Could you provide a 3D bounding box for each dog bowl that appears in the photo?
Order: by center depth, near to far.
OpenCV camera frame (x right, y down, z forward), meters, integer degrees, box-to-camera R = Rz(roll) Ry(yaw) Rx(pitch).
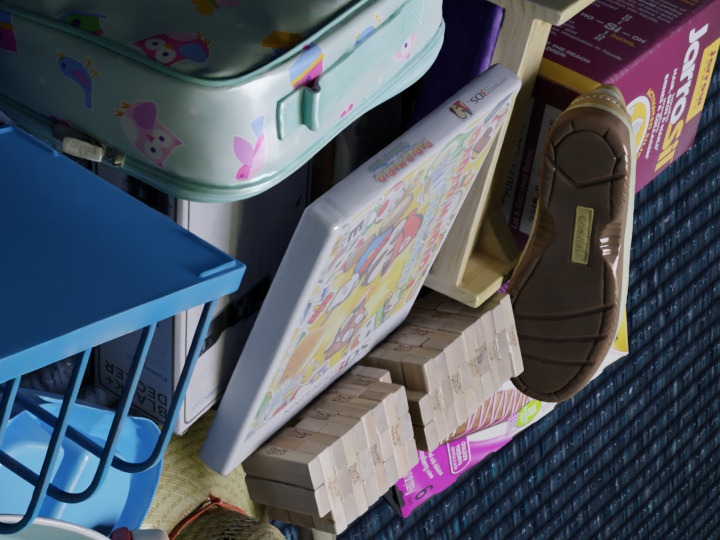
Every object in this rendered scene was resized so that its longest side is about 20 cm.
[{"bbox_3d":[-0.171,0.109,1.196,0.112,0.049,0.200,-64,158,3],"label":"dog bowl"}]

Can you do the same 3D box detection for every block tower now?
[{"bbox_3d":[0.015,0.078,1.381,0.200,0.058,0.054,-36,124,-42],"label":"block tower"}]

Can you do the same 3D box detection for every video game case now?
[{"bbox_3d":[0.000,0.000,1.286,0.182,0.023,0.200,-39,161,-44],"label":"video game case"}]

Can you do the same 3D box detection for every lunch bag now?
[{"bbox_3d":[-0.060,-0.110,1.055,0.200,0.160,0.077,-42,149,-42],"label":"lunch bag"}]

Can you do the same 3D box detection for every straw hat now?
[{"bbox_3d":[-0.074,0.179,1.362,0.201,0.085,0.202,-21,115,-55],"label":"straw hat"}]

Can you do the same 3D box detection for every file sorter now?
[{"bbox_3d":[-0.172,0.037,1.008,0.200,0.138,0.123,-22,137,-57],"label":"file sorter"}]

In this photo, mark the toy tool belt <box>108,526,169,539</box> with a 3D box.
[{"bbox_3d":[-0.072,0.231,1.261,0.125,0.122,0.201,-144,-125,-76],"label":"toy tool belt"}]

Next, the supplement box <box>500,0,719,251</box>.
[{"bbox_3d":[0.140,-0.112,1.544,0.200,0.103,0.131,-38,146,-46],"label":"supplement box"}]

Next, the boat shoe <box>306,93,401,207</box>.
[{"bbox_3d":[-0.022,-0.095,1.268,0.076,0.072,0.201,-51,151,-54],"label":"boat shoe"}]

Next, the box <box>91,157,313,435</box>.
[{"bbox_3d":[-0.080,-0.028,1.227,0.117,0.060,0.201,-43,149,-39],"label":"box"}]

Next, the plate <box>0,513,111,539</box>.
[{"bbox_3d":[-0.201,0.163,1.112,0.199,0.026,0.201,-14,143,-11],"label":"plate"}]

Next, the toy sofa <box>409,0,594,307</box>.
[{"bbox_3d":[0.064,-0.089,1.403,0.083,0.097,0.201,-39,148,-58],"label":"toy sofa"}]

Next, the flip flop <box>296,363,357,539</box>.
[{"bbox_3d":[-0.001,0.076,1.453,0.081,0.057,0.201,67,29,-62],"label":"flip flop"}]

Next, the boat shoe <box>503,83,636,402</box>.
[{"bbox_3d":[0.133,-0.016,1.437,0.076,0.071,0.201,-60,165,-57],"label":"boat shoe"}]

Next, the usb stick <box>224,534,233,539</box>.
[{"bbox_3d":[-0.137,0.202,1.385,0.200,0.033,0.056,-29,139,-53],"label":"usb stick"}]

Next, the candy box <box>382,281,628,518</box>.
[{"bbox_3d":[0.082,0.059,1.584,0.200,0.061,0.137,-36,150,-14],"label":"candy box"}]
